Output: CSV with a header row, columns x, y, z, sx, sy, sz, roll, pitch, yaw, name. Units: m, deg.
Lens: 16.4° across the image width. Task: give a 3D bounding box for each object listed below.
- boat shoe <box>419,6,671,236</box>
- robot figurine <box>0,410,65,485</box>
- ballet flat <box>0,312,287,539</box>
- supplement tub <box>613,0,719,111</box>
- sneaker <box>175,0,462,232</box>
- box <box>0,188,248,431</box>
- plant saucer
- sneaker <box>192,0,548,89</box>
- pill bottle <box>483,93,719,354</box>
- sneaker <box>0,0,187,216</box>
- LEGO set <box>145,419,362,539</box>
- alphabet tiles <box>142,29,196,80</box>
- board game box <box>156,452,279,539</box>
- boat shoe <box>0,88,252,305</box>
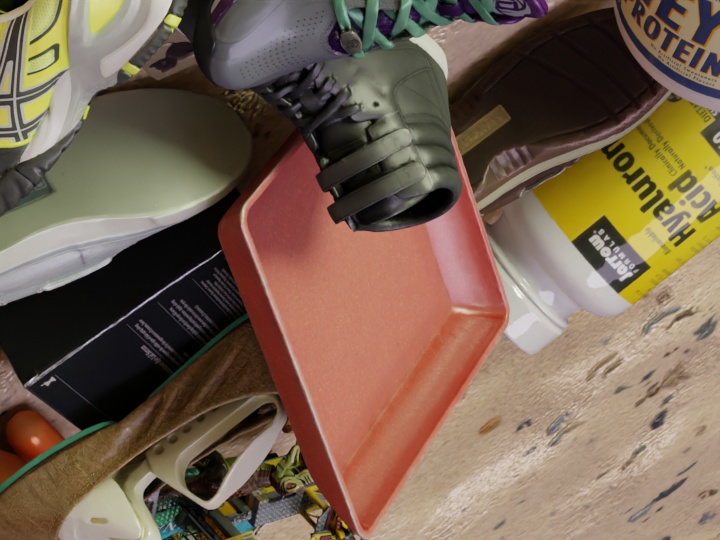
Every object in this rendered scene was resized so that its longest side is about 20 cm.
x,y,z,sx,sy,sz,roll,pitch,yaw,name
0.091,-0.082,1.406,0.202,0.075,0.075,-28,169,0,boat shoe
-0.206,0.165,1.407,0.144,0.117,0.200,-33,158,-3,robot figurine
-0.103,0.100,1.292,0.200,0.072,0.068,-34,156,1,ballet flat
0.206,-0.186,1.258,0.145,0.145,0.200,-28,154,-14,supplement tub
-0.014,-0.077,1.151,0.071,0.099,0.200,-27,152,27,sneaker
-0.102,0.025,1.332,0.141,0.079,0.200,-37,155,0,box
0.000,0.000,1.279,0.200,0.037,0.200,-53,132,-45,plant saucer
0.026,-0.126,1.056,0.200,0.088,0.074,-34,150,-1,sneaker
0.153,-0.043,1.486,0.200,0.111,0.111,-40,154,11,pill bottle
-0.152,-0.094,1.097,0.076,0.075,0.200,27,125,-25,sneaker
-0.052,0.134,1.507,0.200,0.116,0.154,-7,128,-42,LEGO set
-0.029,-0.146,1.129,0.200,0.006,0.166,-23,153,15,alphabet tiles
-0.151,0.181,1.604,0.200,0.028,0.135,-7,142,-45,board game box
-0.149,-0.029,1.208,0.201,0.070,0.072,-21,164,-19,boat shoe
